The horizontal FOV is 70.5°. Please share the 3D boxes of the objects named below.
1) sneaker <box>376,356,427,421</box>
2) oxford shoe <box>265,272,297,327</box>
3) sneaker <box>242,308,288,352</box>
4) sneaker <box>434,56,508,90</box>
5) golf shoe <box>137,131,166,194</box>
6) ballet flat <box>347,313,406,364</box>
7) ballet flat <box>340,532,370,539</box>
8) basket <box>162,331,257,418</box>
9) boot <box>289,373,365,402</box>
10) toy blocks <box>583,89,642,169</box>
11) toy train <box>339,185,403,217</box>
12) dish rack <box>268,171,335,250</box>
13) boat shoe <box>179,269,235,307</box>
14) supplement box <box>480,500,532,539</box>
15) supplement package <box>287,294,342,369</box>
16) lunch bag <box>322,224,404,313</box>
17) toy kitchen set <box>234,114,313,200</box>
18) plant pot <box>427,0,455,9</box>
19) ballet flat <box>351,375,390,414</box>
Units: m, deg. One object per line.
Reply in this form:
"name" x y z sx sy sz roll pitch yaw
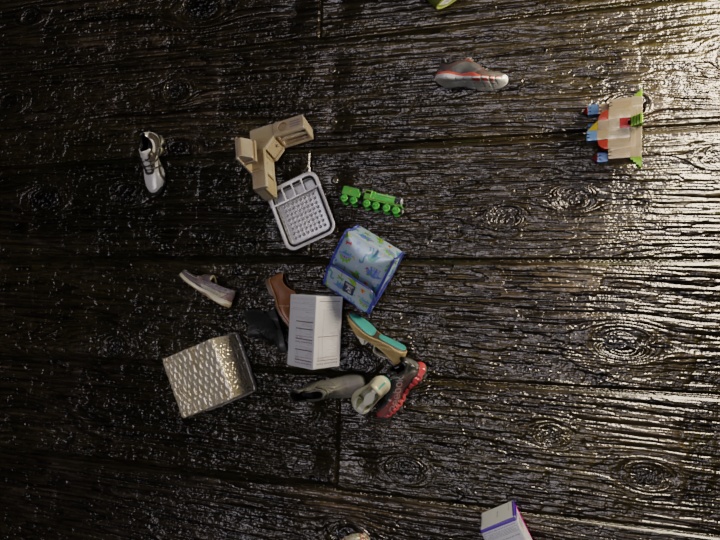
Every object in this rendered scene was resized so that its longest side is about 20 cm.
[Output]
"sneaker" 0.094 0.322 1.414 0.098 0.071 0.201 34 96 -15
"oxford shoe" -0.212 0.098 1.517 0.071 0.071 0.201 -29 80 7
"sneaker" -0.284 0.181 1.503 0.103 0.060 0.200 -20 42 -8
"sneaker" 0.307 -0.550 1.398 0.198 0.077 0.083 11 85 14
"golf shoe" -0.683 -0.347 1.644 0.077 0.094 0.202 -4 89 13
"ballet flat" 0.036 0.200 1.450 0.199 0.069 0.063 32 110 15
"ballet flat" -0.064 0.812 1.456 0.199 0.064 0.076 -27 81 12
"basket" -0.449 0.314 1.526 0.197 0.161 0.201 -23 84 12
"boot" -0.091 0.344 1.443 0.198 0.131 0.068 -12 86 14
"toy blocks" 0.641 -0.354 1.300 0.136 0.100 0.202 1 88 26
"toy train" 0.034 -0.203 1.477 0.198 0.042 0.057 15 81 15
"dish rack" -0.172 -0.175 1.528 0.171 0.044 0.201 -23 82 12
"boat shoe" -0.474 0.044 1.591 0.199 0.072 0.065 29 84 17
"supplement box" 0.399 0.726 1.315 0.103 0.101 0.201 -29 81 12
"supplement package" -0.130 0.171 1.453 0.109 0.113 0.202 2 88 41
"lunch bag" 0.000 0.000 1.441 0.169 0.127 0.201 33 113 11
"toy kitchen set" -0.242 -0.343 1.465 0.179 0.163 0.202 -13 69 14
"plant pot" 0.204 -0.836 1.395 0.186 0.187 0.201 -27 97 12
"ballet flat" 0.015 0.353 1.397 0.069 0.069 0.200 44 136 12
